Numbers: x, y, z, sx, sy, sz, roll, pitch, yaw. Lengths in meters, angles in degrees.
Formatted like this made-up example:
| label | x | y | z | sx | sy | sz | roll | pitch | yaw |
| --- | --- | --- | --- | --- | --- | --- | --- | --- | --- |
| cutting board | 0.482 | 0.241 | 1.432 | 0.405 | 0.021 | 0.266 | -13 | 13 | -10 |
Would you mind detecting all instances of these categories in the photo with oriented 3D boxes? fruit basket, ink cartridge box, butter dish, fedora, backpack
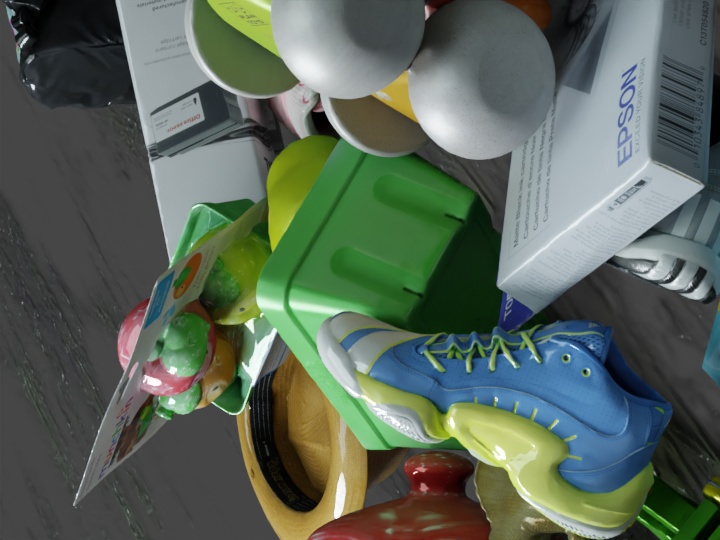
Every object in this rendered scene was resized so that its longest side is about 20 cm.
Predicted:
| label | x | y | z | sx | sy | sz | roll | pitch | yaw |
| --- | --- | --- | --- | --- | --- | --- | --- | --- | --- |
| fruit basket | 0.000 | 0.000 | 1.284 | 0.156 | 0.215 | 0.215 | -59 | 22 | -20 |
| ink cartridge box | -0.105 | -0.097 | 1.530 | 0.145 | 0.083 | 0.202 | 40 | -143 | -79 |
| fruit basket | -0.105 | 0.045 | 1.361 | 0.093 | 0.200 | 0.186 | 28 | 120 | 7 |
| butter dish | 0.047 | 0.185 | 1.275 | 0.200 | 0.198 | 0.150 | -9 | 80 | 64 |
| ink cartridge box | 0.119 | -0.086 | 1.133 | 0.200 | 0.040 | 0.201 | -44 | 31 | 50 |
| fedora | -0.020 | 0.106 | 1.486 | 0.200 | 0.081 | 0.203 | 25 | 118 | 60 |
| backpack | -0.226 | -0.229 | 1.715 | 0.127 | 0.165 | 0.201 | 111 | 147 | -48 |

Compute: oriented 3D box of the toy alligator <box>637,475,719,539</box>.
| label | x | y | z | sx | sy | sz | roll | pitch | yaw |
| --- | --- | --- | --- | --- | --- | --- | --- | --- | --- |
| toy alligator | 0.185 | 0.146 | 1.146 | 0.200 | 0.059 | 0.054 | 34 | 168 | 44 |

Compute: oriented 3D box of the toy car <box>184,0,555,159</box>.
| label | x | y | z | sx | sy | sz | roll | pitch | yaw |
| --- | --- | --- | --- | --- | --- | --- | --- | --- | --- |
| toy car | 0.014 | -0.149 | 1.116 | 0.175 | 0.199 | 0.151 | 9 | 79 | 64 |

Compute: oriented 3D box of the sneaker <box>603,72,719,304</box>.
| label | x | y | z | sx | sy | sz | roll | pitch | yaw |
| --- | --- | --- | --- | --- | --- | --- | --- | --- | --- |
| sneaker | 0.166 | -0.053 | 1.148 | 0.116 | 0.074 | 0.200 | -66 | 18 | 2 |

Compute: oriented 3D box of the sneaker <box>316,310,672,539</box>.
| label | x | y | z | sx | sy | sz | roll | pitch | yaw |
| --- | --- | --- | --- | --- | --- | --- | --- | --- | --- |
| sneaker | 0.079 | 0.054 | 1.129 | 0.106 | 0.199 | 0.076 | -60 | -1 | 16 |

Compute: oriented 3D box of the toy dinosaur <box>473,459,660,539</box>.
| label | x | y | z | sx | sy | sz | roll | pitch | yaw |
| --- | --- | --- | --- | --- | --- | --- | --- | --- | --- |
| toy dinosaur | 0.108 | 0.141 | 1.213 | 0.100 | 0.201 | 0.058 | 24 | 159 | 11 |

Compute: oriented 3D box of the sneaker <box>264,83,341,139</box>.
| label | x | y | z | sx | sy | sz | roll | pitch | yaw |
| --- | --- | --- | --- | --- | --- | --- | --- | --- | --- |
| sneaker | -0.022 | -0.171 | 1.433 | 0.105 | 0.075 | 0.202 | -125 | 32 | -47 |

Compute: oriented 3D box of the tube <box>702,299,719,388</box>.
| label | x | y | z | sx | sy | sz | roll | pitch | yaw |
| --- | --- | --- | --- | --- | --- | --- | --- | --- | --- |
| tube | 0.218 | -0.008 | 1.076 | 0.078 | 0.050 | 0.202 | -121 | 31 | -49 |
